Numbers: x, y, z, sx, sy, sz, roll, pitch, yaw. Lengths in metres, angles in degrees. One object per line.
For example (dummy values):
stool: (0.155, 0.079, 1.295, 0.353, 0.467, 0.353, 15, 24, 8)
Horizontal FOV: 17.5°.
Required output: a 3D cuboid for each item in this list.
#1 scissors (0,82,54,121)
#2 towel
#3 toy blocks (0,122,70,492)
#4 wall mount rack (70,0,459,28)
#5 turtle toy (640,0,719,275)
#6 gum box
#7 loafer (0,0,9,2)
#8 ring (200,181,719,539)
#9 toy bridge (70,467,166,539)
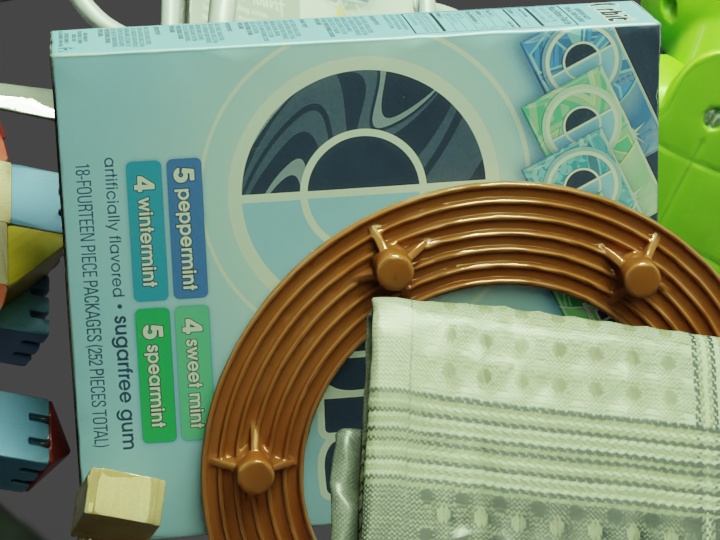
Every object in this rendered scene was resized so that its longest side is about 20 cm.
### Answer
scissors: (-0.091, -0.054, 0.889, 0.199, 0.014, 0.073, -4, 67, -22)
towel: (0.088, 0.104, 0.624, 0.199, 0.035, 0.193, 8, 64, -10)
toy blocks: (-0.161, -0.009, 0.807, 0.136, 0.100, 0.201, 11, 55, -26)
wall mount rack: (-0.011, -0.132, 0.903, 0.199, 0.075, 0.174, 14, 59, -25)
turtle toy: (0.110, -0.038, 0.869, 0.145, 0.201, 0.101, 25, 16, -9)
gum box: (0.000, 0.000, 0.793, 0.199, 0.045, 0.171, -4, 108, -6)
loafer: (-0.192, -0.157, 0.877, 0.199, 0.070, 0.075, 12, 60, -12)
ring: (0.046, 0.068, 0.788, 0.199, 0.019, 0.201, -2, 108, -7)
toy bridge: (-0.089, 0.168, 0.743, 0.027, 0.067, 0.201, 8, 68, -14)
